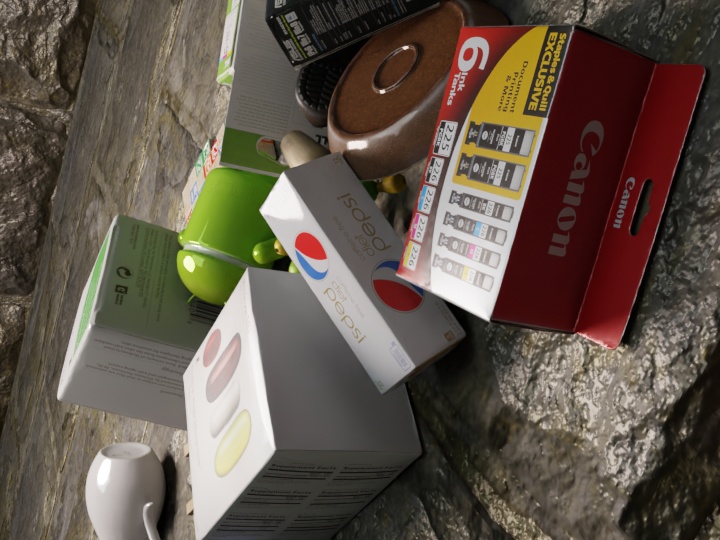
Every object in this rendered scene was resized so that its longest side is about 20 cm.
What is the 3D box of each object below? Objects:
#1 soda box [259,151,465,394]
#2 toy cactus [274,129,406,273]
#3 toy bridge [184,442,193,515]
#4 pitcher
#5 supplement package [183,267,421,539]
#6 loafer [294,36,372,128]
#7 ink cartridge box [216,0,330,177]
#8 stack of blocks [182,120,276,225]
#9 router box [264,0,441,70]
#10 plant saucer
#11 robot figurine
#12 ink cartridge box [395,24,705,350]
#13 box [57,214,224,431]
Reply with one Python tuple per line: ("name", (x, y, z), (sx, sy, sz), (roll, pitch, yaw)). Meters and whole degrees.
("soda box", (0.000, 0.000, 0.713), (0.200, 0.068, 0.064), (56, 142, 10))
("toy cactus", (-0.035, -0.082, 0.838), (0.165, 0.102, 0.200), (48, 124, 31))
("toy bridge", (-0.229, 0.247, 1.180), (0.067, 0.027, 0.201), (-48, 43, 42))
("pitcher", (-0.350, 0.382, 1.285), (0.171, 0.121, 0.201), (8, 99, 40))
("supplement package", (-0.069, 0.137, 0.808), (0.200, 0.146, 0.192), (-53, 40, 41))
("loafer", (-0.024, -0.237, 0.881), (0.071, 0.073, 0.201), (118, 175, -68))
("ink cartridge box", (-0.085, -0.201, 0.929), (0.076, 0.147, 0.201), (-173, 92, -67))
("stack of blocks", (-0.193, -0.136, 1.196), (0.200, 0.058, 0.116), (-54, 38, 39))
("router box", (-0.010, -0.297, 0.798), (0.149, 0.062, 0.201), (-21, 43, 17))
("plant saucer", (0.040, -0.171, 0.738), (0.200, 0.034, 0.201), (-28, 42, 29))
("robot figurine", (-0.155, -0.047, 1.022), (0.175, 0.116, 0.201), (10, 76, 40))
("ink cartridge box", (0.124, -0.065, 0.589), (0.175, 0.084, 0.201), (27, 104, 59))
("box", (-0.267, 0.072, 1.097), (0.172, 0.199, 0.200), (-55, 27, 39))
